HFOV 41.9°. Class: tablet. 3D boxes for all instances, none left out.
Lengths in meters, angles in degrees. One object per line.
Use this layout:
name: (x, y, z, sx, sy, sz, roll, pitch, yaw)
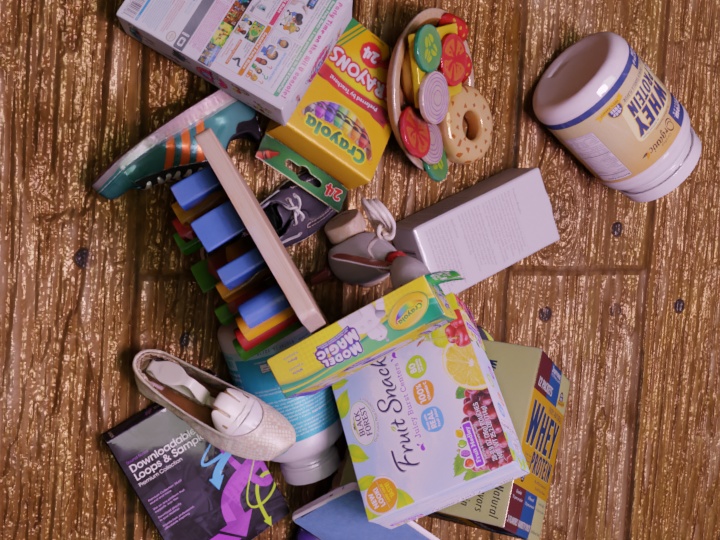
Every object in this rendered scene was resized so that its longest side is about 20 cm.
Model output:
tablet: (0.031, 0.314, 1.086, 0.200, 0.130, 0.014, 37, 43, -18)

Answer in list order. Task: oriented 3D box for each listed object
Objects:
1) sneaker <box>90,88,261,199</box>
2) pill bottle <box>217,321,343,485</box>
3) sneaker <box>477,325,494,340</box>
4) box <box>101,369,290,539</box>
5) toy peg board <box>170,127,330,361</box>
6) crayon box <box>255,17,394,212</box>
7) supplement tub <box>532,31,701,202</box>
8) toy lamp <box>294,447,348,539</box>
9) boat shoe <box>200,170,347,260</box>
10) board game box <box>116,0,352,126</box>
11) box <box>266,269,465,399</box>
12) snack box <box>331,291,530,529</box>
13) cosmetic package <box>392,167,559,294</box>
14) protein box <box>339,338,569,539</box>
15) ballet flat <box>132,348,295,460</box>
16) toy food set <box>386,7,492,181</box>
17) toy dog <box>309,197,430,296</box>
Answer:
sneaker: (-0.192, -0.124, 1.019, 0.200, 0.071, 0.080, -38, 106, -20)
pill bottle: (-0.084, 0.141, 1.078, 0.111, 0.111, 0.201, -22, 104, -23)
sneaker: (0.128, 0.169, 1.210, 0.081, 0.074, 0.201, 9, 89, -24)
box: (-0.185, 0.235, 1.080, 0.143, 0.036, 0.200, -32, 107, -20)
toy peg board: (-0.122, -0.005, 0.929, 0.098, 0.199, 0.200, -31, 79, -2)
crayon box: (-0.024, -0.184, 1.082, 0.127, 0.051, 0.200, 32, 67, -26)
supplement tub: (0.338, -0.197, 1.235, 0.200, 0.144, 0.145, 39, 78, -24)
toy lamp: (-0.030, 0.271, 1.149, 0.058, 0.058, 0.200, 25, 82, -26)
boat shoe: (-0.088, -0.056, 1.082, 0.200, 0.063, 0.073, -33, 107, -21)
board game box: (-0.130, -0.269, 0.995, 0.200, 0.064, 0.148, 30, 81, 2)
box: (0.017, 0.061, 0.931, 0.200, 0.117, 0.048, -31, 80, 8)
snack box: (0.066, 0.150, 1.010, 0.168, 0.200, 0.068, -25, 148, 16)
cosmetic package: (0.145, -0.048, 1.195, 0.200, 0.071, 0.102, -26, 106, -22)
protein box: (0.114, 0.187, 1.091, 0.135, 0.199, 0.199, 40, 61, -56)
ballet flat: (-0.163, 0.143, 1.005, 0.200, 0.062, 0.068, 22, 64, 16)
toy food set: (0.095, -0.210, 1.124, 0.198, 0.049, 0.201, -31, 121, -49)
toy dog: (0.000, 0.000, 1.068, 0.096, 0.200, 0.132, -37, 94, -8)
